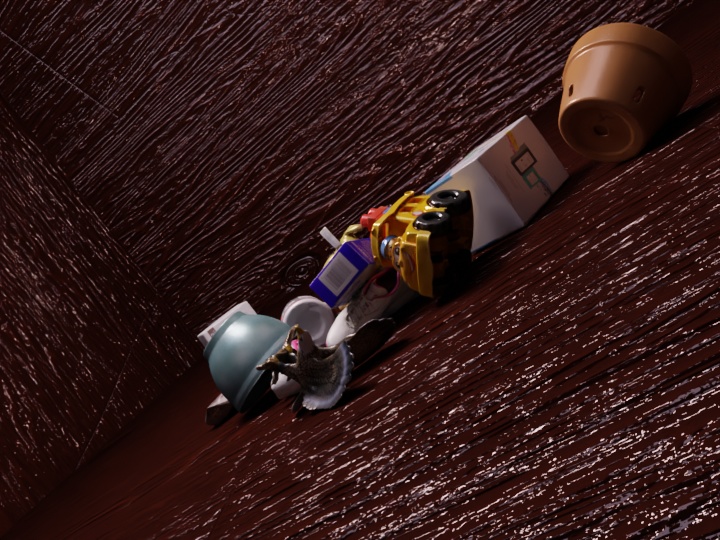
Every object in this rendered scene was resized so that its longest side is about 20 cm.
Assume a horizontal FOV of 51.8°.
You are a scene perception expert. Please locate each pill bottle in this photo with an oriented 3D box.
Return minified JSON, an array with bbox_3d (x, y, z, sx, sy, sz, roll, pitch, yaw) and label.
[{"bbox_3d":[-0.121,0.115,1.664,0.114,0.114,0.200,-38,5,-6],"label":"pill bottle"}]

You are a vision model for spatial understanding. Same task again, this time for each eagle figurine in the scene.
[{"bbox_3d":[-0.055,0.140,1.131,0.200,0.151,0.152,-1,69,29],"label":"eagle figurine"}]

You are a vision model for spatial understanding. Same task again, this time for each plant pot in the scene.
[{"bbox_3d":[0.404,-0.268,1.181,0.140,0.200,0.200,-58,14,-25],"label":"plant pot"},{"bbox_3d":[-0.228,0.166,1.491,0.200,0.134,0.200,-51,-8,-11],"label":"plant pot"}]

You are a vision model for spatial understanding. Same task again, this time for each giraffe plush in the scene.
[{"bbox_3d":[0.000,-0.011,1.693,0.172,0.200,0.162,-31,-12,17],"label":"giraffe plush"}]

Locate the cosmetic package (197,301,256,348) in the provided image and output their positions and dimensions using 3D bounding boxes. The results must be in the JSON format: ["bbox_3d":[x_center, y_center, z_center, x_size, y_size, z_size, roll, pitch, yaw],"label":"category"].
[{"bbox_3d":[-0.375,0.210,2.249,0.165,0.165,0.200,-39,6,-18],"label":"cosmetic package"}]

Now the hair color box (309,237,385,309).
[{"bbox_3d":[0.000,0.000,1.343,0.109,0.065,0.200,-50,-12,19],"label":"hair color box"}]

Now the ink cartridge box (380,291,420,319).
[{"bbox_3d":[0.099,0.016,1.449,0.198,0.047,0.200,-37,8,15],"label":"ink cartridge box"}]

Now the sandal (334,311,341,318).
[{"bbox_3d":[-0.002,0.052,1.787,0.200,0.045,0.075,-41,7,-32],"label":"sandal"}]

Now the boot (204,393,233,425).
[{"bbox_3d":[-0.256,0.250,1.657,0.186,0.064,0.200,-50,-4,28],"label":"boot"}]

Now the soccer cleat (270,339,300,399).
[{"bbox_3d":[-0.131,0.183,1.382,0.086,0.070,0.200,-37,6,2],"label":"soccer cleat"}]

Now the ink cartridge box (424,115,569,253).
[{"bbox_3d":[0.253,-0.158,1.361,0.200,0.146,0.147,-42,7,-41],"label":"ink cartridge box"}]

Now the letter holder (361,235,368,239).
[{"bbox_3d":[0.031,-0.054,1.949,0.101,0.142,0.200,-37,6,7],"label":"letter holder"}]

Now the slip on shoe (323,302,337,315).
[{"bbox_3d":[-0.132,0.138,1.841,0.200,0.074,0.061,-35,-17,32],"label":"slip on shoe"}]

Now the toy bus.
[{"bbox_3d":[0.082,-0.057,1.250,0.192,0.136,0.200,9,31,23],"label":"toy bus"}]

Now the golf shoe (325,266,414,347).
[{"bbox_3d":[0.010,0.061,1.299,0.200,0.075,0.092,-45,-27,-11],"label":"golf shoe"}]
